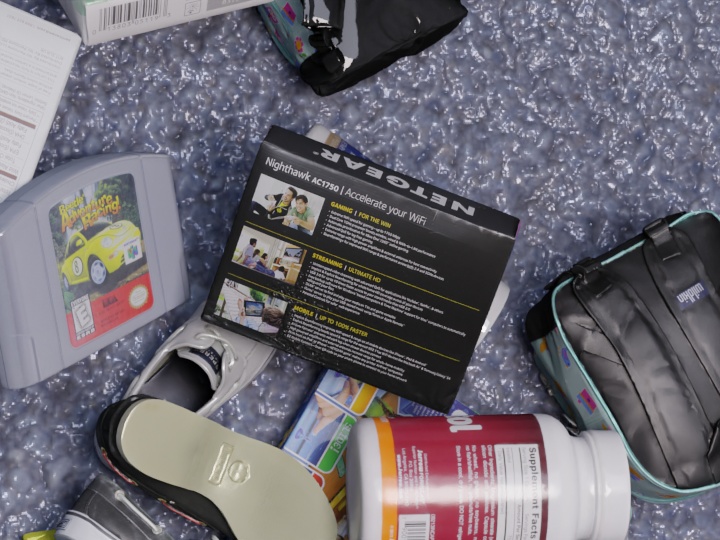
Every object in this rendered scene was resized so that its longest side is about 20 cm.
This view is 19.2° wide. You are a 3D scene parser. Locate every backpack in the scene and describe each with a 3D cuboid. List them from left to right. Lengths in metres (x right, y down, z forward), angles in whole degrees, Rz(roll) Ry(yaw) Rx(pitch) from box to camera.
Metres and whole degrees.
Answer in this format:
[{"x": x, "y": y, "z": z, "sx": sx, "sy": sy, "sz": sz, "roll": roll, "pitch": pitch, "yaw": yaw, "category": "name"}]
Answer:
[{"x": -0.027, "y": -0.249, "z": 1.673, "sx": 0.166, "sy": 0.127, "sz": 0.201, "roll": -28, "pitch": 85, "yaw": -32, "category": "backpack"}, {"x": 0.240, "y": 0.080, "z": 1.659, "sx": 0.175, "sy": 0.153, "sz": 0.201, "roll": -27, "pitch": 76, "yaw": -18, "category": "backpack"}]

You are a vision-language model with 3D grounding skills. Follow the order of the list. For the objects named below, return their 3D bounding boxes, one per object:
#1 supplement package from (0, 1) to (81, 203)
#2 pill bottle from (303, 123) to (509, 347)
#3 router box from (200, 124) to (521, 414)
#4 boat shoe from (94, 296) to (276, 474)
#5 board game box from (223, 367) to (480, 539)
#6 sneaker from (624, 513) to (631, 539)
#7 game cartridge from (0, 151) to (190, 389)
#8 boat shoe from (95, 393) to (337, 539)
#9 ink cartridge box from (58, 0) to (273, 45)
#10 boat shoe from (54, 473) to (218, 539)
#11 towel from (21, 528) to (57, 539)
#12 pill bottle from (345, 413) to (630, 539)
[{"x": -0.297, "y": -0.089, "z": 1.559, "sx": 0.117, "sy": 0.117, "sz": 0.201, "roll": 22, "pitch": 73, "yaw": -13, "category": "supplement package"}, {"x": 0.013, "y": -0.013, "z": 1.636, "sx": 0.199, "sy": 0.111, "sz": 0.111, "roll": 36, "pitch": 70, "yaw": -6, "category": "pill bottle"}, {"x": 0.000, "y": 0.000, "z": 1.554, "sx": 0.199, "sy": 0.051, "sz": 0.150, "roll": 21, "pitch": 111, "yaw": 0, "category": "router box"}, {"x": -0.118, "y": 0.075, "z": 1.601, "sx": 0.073, "sy": 0.065, "sz": 0.200, "roll": 40, "pitch": 70, "yaw": -4, "category": "boat shoe"}, {"x": -0.004, "y": 0.167, "z": 1.629, "sx": 0.135, "sy": 0.034, "sz": 0.201, "roll": 33, "pitch": 71, "yaw": -6, "category": "board game box"}, {"x": 0.163, "y": 0.240, "z": 1.606, "sx": 0.078, "sy": 0.140, "sz": 0.201, "roll": 36, "pitch": 71, "yaw": -5, "category": "sneaker"}, {"x": -0.200, "y": -0.011, "z": 1.543, "sx": 0.200, "sy": 0.041, "sz": 0.134, "roll": -31, "pitch": 116, "yaw": -50, "category": "game cartridge"}, {"x": -0.102, "y": 0.151, "z": 1.548, "sx": 0.201, "sy": 0.063, "sz": 0.074, "roll": 33, "pitch": 75, "yaw": -25, "category": "boat shoe"}, {"x": -0.174, "y": -0.266, "z": 1.621, "sx": 0.160, "sy": 0.050, "sz": 0.201, "roll": -17, "pitch": 55, "yaw": -23, "category": "ink cartridge box"}, {"x": -0.130, "y": 0.226, "z": 1.557, "sx": 0.199, "sy": 0.074, "sz": 0.068, "roll": 38, "pitch": 68, "yaw": -8, "category": "boat shoe"}, {"x": -0.195, "y": 0.287, "z": 1.557, "sx": 0.085, "sy": 0.018, "sz": 0.202, "roll": -5, "pitch": 78, "yaw": -23, "category": "towel"}, {"x": 0.092, "y": 0.163, "z": 1.566, "sx": 0.198, "sy": 0.113, "sz": 0.114, "roll": -1, "pitch": 77, "yaw": -8, "category": "pill bottle"}]
